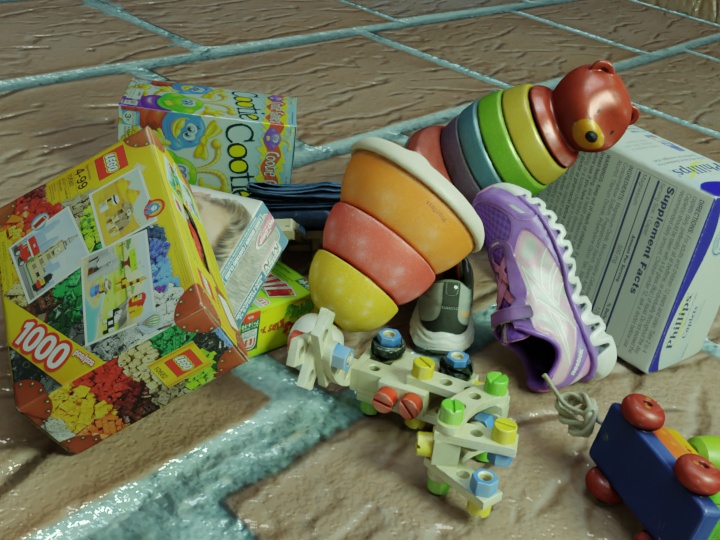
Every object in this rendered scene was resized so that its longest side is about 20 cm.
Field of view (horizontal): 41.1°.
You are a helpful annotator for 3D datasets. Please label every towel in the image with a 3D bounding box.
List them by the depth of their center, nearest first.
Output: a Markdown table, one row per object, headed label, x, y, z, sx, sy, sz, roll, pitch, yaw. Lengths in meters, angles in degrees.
| label | x | y | z | sx | sy | sz | roll | pitch | yaw |
| --- | --- | --- | --- | --- | --- | --- | --- | --- | --- |
| towel | -0.016 | -0.066 | 0.991 | 0.196 | 0.050 | 0.112 | -2 | -4 | 15 |

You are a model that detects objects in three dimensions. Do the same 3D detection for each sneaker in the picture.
| label | x | y | z | sx | sy | sz | roll | pitch | yaw |
| --- | --- | --- | --- | --- | --- | --- | --- | --- | --- |
| sneaker | 0.148 | 0.022 | 0.856 | 0.088 | 0.203 | 0.080 | -27 | 1 | -27 |
| sneaker | 0.082 | 0.002 | 0.948 | 0.072 | 0.081 | 0.201 | 5 | 26 | -5 |

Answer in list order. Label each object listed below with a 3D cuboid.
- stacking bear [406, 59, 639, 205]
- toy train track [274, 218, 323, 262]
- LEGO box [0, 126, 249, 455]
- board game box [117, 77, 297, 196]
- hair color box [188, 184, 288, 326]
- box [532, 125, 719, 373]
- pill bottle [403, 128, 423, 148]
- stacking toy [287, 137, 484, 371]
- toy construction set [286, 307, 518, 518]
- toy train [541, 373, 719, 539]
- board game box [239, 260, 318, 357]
| label | x | y | z | sx | sy | sz | roll | pitch | yaw |
| --- | --- | --- | --- | --- | --- | --- | --- | --- | --- |
| stacking bear | 0.160 | -0.125 | 0.906 | 0.198 | 0.122 | 0.115 | -23 | 28 | 29 |
| toy train track | -0.067 | -0.025 | 0.933 | 0.112 | 0.033 | 0.200 | -1 | -3 | 2 |
| LEGO box | -0.186 | 0.010 | 0.722 | 0.147 | 0.078 | 0.202 | -28 | 50 | 2 |
| board game box | -0.176 | -0.149 | 1.118 | 0.196 | 0.105 | 0.105 | 6 | 28 | -7 |
| hair color box | -0.172 | -0.023 | 0.831 | 0.197 | 0.061 | 0.101 | 14 | 63 | 30 |
| box | 0.266 | -0.034 | 0.960 | 0.104 | 0.187 | 0.199 | -9 | 33 | -40 |
| pill bottle | 0.154 | -0.104 | 1.125 | 0.196 | 0.122 | 0.120 | -2 | 29 | -20 |
| stacking toy | 0.000 | 0.000 | 0.833 | 0.145 | 0.146 | 0.201 | 31 | 79 | 36 |
| toy construction set | 0.035 | 0.100 | 0.747 | 0.198 | 0.093 | 0.131 | 29 | 32 | 12 |
| toy train | 0.235 | 0.139 | 0.746 | 0.114 | 0.086 | 0.201 | 9 | 25 | -25 |
| board game box | -0.139 | 0.006 | 0.900 | 0.101 | 0.048 | 0.199 | -17 | 38 | -42 |
